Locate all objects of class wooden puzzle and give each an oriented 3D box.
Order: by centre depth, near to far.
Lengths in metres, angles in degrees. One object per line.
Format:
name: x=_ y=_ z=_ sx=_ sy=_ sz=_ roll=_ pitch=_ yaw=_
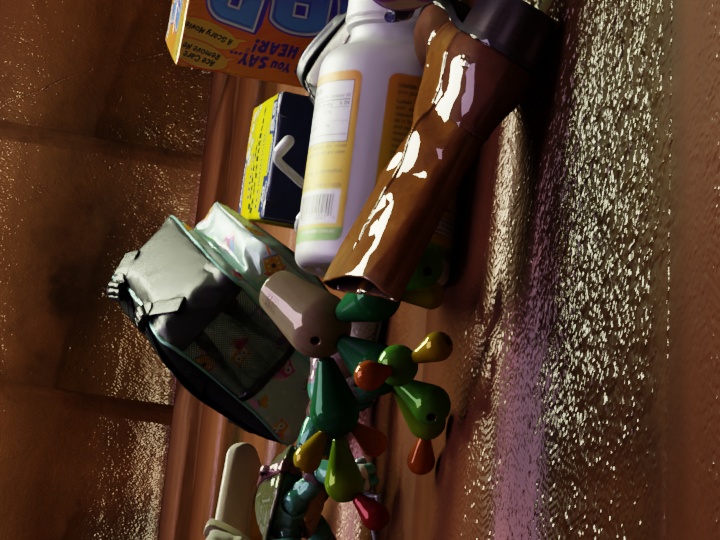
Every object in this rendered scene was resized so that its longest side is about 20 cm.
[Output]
wooden puzzle: x=-0.087 y=0.278 z=1.712 sx=0.201 sy=0.046 sz=0.187 roll=71 pitch=-157 yaw=-55

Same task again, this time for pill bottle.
pill bottle: x=0.020 y=-0.094 z=1.358 sx=0.111 sy=0.110 sz=0.202 roll=149 pitch=130 yaw=-77

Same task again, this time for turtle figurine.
turtle figurine: x=-0.031 y=0.169 z=1.487 sx=0.150 sy=0.100 sz=0.202 roll=117 pitch=165 yaw=-61

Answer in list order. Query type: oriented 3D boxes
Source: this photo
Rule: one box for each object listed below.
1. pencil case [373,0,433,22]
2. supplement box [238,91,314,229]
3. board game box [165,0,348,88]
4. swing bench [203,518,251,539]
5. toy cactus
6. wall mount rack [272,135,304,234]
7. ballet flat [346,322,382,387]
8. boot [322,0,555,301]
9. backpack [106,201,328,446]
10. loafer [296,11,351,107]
pencil case: x=0.062 y=-0.224 z=1.151 sx=0.200 sy=0.085 sz=0.085 roll=-29 pitch=68 yaw=53
supplement box: x=-0.040 y=-0.090 z=1.710 sx=0.200 sy=0.108 sz=0.110 roll=-177 pitch=96 yaw=-81
board game box: x=-0.051 y=-0.268 z=1.662 sx=0.200 sy=0.198 sz=0.202 roll=-125 pitch=46 yaw=-75
swing bench: x=-0.133 y=0.331 z=1.495 sx=0.201 sy=0.129 sz=0.199 roll=-51 pitch=5 yaw=15
toy cactus: x=-0.010 y=0.061 z=1.286 sx=0.165 sy=0.102 sz=0.202 roll=37 pitch=132 yaw=32
wall mount rack: x=0.017 y=-0.101 z=1.492 sx=0.173 sy=0.075 sz=0.201 roll=-39 pitch=31 yaw=12
ballet flat: x=0.000 y=0.000 z=1.581 sx=0.067 sy=0.046 sz=0.202 roll=-152 pitch=71 yaw=-80
boot: x=0.039 y=-0.072 z=1.223 sx=0.201 sy=0.068 sz=0.188 roll=-62 pitch=22 yaw=-3
backpack: x=-0.099 y=0.051 z=1.680 sx=0.153 sy=0.201 sz=0.176 roll=-42 pitch=32 yaw=-9
loafer: x=0.030 y=-0.191 z=1.448 sx=0.200 sy=0.071 sz=0.063 roll=-49 pitch=43 yaw=26
